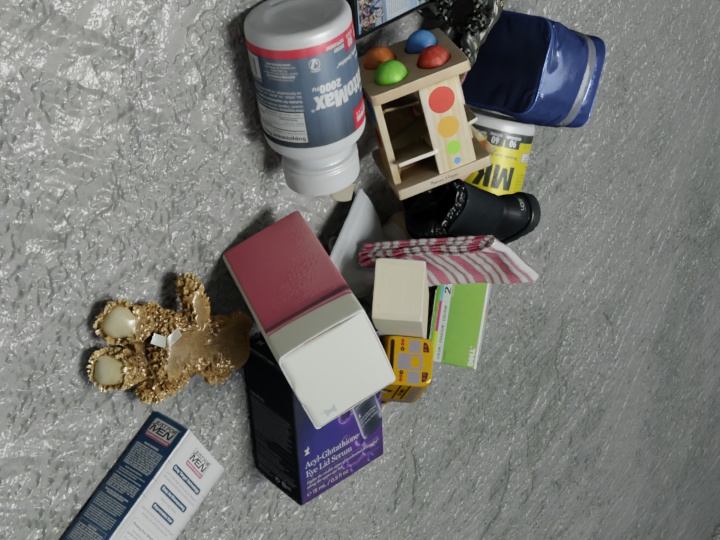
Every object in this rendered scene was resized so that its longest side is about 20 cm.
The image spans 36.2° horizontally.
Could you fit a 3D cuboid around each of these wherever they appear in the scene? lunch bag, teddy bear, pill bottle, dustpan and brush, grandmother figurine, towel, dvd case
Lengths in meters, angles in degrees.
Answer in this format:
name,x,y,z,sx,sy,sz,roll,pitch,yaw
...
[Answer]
name,x,y,z,sx,sy,sz,roll,pitch,yaw
lunch bag,0.234,-0.276,1.523,0.131,0.199,0.138,9,103,-36
teddy bear,-0.212,0.077,1.203,0.198,0.066,0.148,-20,113,-41
pill bottle,-0.056,-0.193,1.223,0.119,0.118,0.203,-40,137,-35
dustpan and brush,0.000,0.000,1.466,0.200,0.056,0.141,49,56,-45
grandmother figurine,0.099,-0.106,1.492,0.200,0.061,0.121,-48,131,8
towel,0.112,-0.005,1.400,0.146,0.197,0.031,28,64,-54
pill bottle,0.175,-0.122,1.583,0.113,0.113,0.204,-6,111,-52
dvd case,0.046,-0.371,1.297,0.199,0.017,0.145,-36,134,-41

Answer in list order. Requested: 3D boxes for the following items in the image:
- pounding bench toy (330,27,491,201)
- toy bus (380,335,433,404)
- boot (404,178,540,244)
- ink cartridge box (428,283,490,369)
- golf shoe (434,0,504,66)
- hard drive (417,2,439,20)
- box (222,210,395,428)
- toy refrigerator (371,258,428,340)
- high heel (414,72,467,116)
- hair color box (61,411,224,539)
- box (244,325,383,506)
name,x,y,z,sx,sy,sz,roll,pitch,yaw
pounding bench toy,0.035,-0.186,1.334,0.197,0.125,0.158,-21,122,-4
toy bus,0.049,0.139,1.493,0.200,0.077,0.066,101,-8,-75
boot,0.114,-0.055,1.430,0.166,0.199,0.078,6,64,-41
ink cartridge box,0.144,0.073,1.601,0.200,0.074,0.151,-59,157,-70
golf shoe,0.141,-0.338,1.383,0.095,0.077,0.200,-58,177,-14
hard drive,0.074,-0.419,1.359,0.199,0.037,0.142,31,80,-55
box,-0.060,0.052,1.246,0.108,0.201,0.129,-30,134,-5
toy refrigerator,0.051,0.046,1.418,0.200,0.069,0.077,68,26,-76
high heel,0.103,-0.198,1.459,0.067,0.095,0.203,-27,127,-44
hair color box,-0.249,0.273,1.240,0.201,0.060,0.101,-54,143,-21
box,-0.058,0.166,1.399,0.147,0.104,0.203,-27,128,-34
